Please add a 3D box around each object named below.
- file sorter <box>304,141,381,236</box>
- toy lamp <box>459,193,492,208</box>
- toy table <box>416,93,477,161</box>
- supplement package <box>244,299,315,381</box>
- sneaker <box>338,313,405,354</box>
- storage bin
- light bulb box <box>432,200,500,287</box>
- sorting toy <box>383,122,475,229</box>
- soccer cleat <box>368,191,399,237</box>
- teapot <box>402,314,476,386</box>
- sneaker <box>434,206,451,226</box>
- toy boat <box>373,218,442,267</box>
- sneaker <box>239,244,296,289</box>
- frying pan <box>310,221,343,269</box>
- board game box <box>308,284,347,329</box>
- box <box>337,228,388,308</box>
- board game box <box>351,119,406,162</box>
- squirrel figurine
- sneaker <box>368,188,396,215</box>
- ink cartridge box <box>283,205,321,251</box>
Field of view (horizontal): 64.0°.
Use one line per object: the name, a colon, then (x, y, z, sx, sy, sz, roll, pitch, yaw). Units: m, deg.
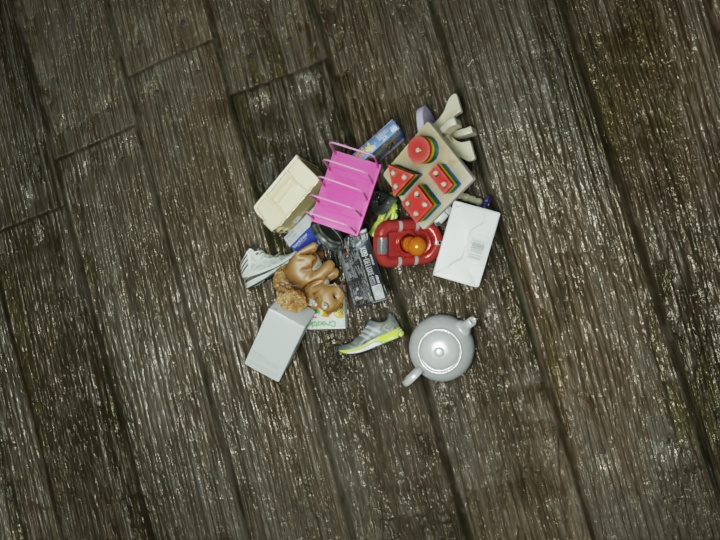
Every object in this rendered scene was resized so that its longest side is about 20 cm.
file sorter: (-0.047, -0.212, 1.493, 0.138, 0.125, 0.202, 19, 88, 10)
toy lamp: (0.265, -0.216, 1.606, 0.198, 0.058, 0.059, 20, 95, 11)
toy table: (0.237, -0.365, 1.564, 0.116, 0.184, 0.202, -17, 96, 29)
supplement package: (-0.231, 0.192, 1.659, 0.117, 0.117, 0.201, 28, 113, 2)
sneaker: (0.026, 0.188, 1.663, 0.198, 0.074, 0.082, -21, 76, 6)
storage bin: (-0.183, -0.206, 1.636, 0.094, 0.200, 0.199, 44, 99, 7)
light bulb box: (0.280, -0.066, 1.530, 0.124, 0.200, 0.200, 17, 94, 10)
sorting toy: (0.161, -0.244, 1.501, 0.200, 0.069, 0.200, -46, 70, 36)
soccer cleat: (0.065, -0.126, 1.647, 0.083, 0.065, 0.202, 8, 93, 8)
teapot: (0.216, 0.218, 1.575, 0.195, 0.146, 0.202, 2, 92, 13)
sneaker: (0.162, -0.194, 1.595, 0.071, 0.073, 0.200, -50, 54, 0)
toy boat: (0.138, -0.072, 1.569, 0.198, 0.131, 0.132, -6, 103, -22)
sneaker: (-0.279, -0.036, 1.721, 0.199, 0.076, 0.116, -27, 86, 14)
frying pan: (-0.072, -0.074, 1.628, 0.031, 0.114, 0.191, -51, 123, -25)
board game box: (-0.139, 0.109, 1.710, 0.198, 0.035, 0.128, -3, 90, 13)
box: (0.000, 0.000, 1.617, 0.049, 0.158, 0.202, -16, 85, -21)
board game box: (0.034, -0.329, 1.618, 0.200, 0.135, 0.035, -40, 83, 9)
squirrel figurine: (-0.145, 0.050, 1.628, 0.199, 0.142, 0.188, -30, 79, -8)
sneaker: (0.021, -0.208, 1.609, 0.104, 0.200, 0.060, 36, 85, -16)
ink cartridge box: (-0.120, -0.134, 1.672, 0.200, 0.094, 0.044, -44, 54, 9)
